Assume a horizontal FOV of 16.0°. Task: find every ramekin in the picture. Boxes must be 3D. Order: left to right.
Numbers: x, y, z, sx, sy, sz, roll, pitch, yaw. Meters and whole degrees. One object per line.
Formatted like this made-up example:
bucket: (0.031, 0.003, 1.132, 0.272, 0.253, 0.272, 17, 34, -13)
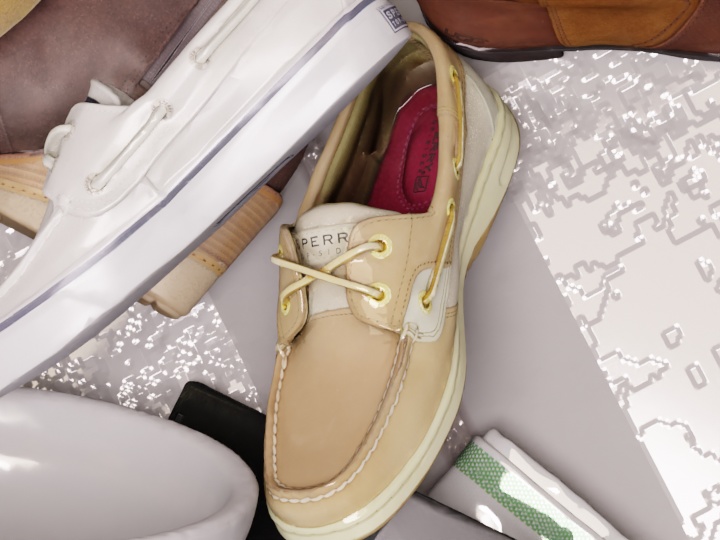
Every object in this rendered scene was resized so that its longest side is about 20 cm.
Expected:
ramekin: (-0.137, 0.106, 0.843, 0.199, 0.200, 0.098, 9, 100, 8)

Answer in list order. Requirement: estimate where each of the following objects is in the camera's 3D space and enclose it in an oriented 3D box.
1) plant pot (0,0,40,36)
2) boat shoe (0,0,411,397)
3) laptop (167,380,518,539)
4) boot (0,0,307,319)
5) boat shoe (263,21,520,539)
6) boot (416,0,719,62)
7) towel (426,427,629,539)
plant pot: (-0.194, -0.144, 0.910, 0.199, 0.028, 0.201, -1, 55, 1)
boat shoe: (-0.075, -0.037, 0.876, 0.200, 0.072, 0.066, -42, 90, 9)
laptop: (-0.011, 0.168, 0.915, 0.200, 0.116, 0.188, 21, 84, 51)
boot: (-0.103, -0.096, 0.938, 0.199, 0.072, 0.167, 30, 81, -14)
boat shoe: (0.000, 0.000, 0.888, 0.074, 0.066, 0.201, -8, 48, 29)
boot: (0.101, -0.122, 0.863, 0.187, 0.200, 0.069, -1, 84, 7)
towel: (0.041, 0.179, 0.930, 0.149, 0.031, 0.200, 39, 92, 12)
